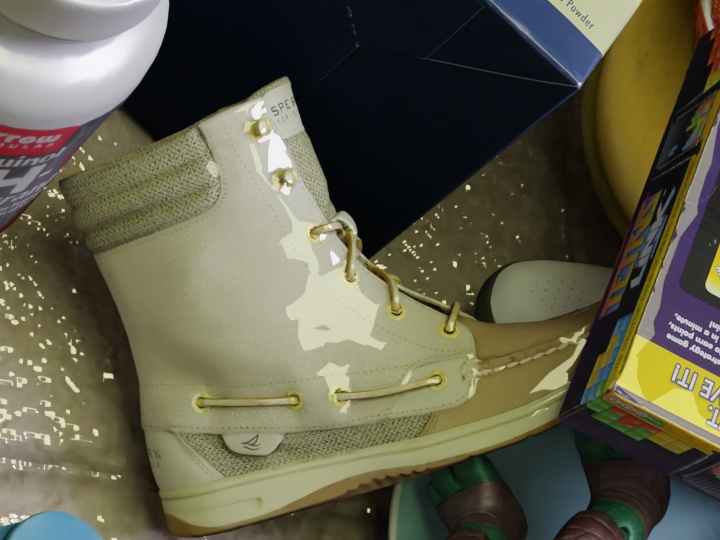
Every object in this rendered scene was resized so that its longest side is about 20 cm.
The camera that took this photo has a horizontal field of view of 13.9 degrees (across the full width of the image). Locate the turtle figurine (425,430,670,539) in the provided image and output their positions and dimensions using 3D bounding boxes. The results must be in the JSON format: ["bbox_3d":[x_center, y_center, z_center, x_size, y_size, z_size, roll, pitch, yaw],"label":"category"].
[{"bbox_3d":[0.042,0.126,1.052,0.200,0.149,0.101,-53,142,-58],"label":"turtle figurine"}]

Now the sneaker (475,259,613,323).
[{"bbox_3d":[0.152,0.026,1.175,0.201,0.108,0.067,26,54,-1],"label":"sneaker"}]

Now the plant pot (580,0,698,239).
[{"bbox_3d":[0.203,-0.093,1.271,0.200,0.200,0.142,36,33,-10],"label":"plant pot"}]

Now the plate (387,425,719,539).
[{"bbox_3d":[0.095,0.126,1.192,0.200,0.026,0.201,13,61,-24],"label":"plate"}]

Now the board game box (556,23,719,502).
[{"bbox_3d":[0.192,0.021,1.085,0.200,0.057,0.166,27,70,-11],"label":"board game box"}]

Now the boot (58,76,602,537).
[{"bbox_3d":[0.000,0.000,1.103,0.200,0.072,0.155,-18,93,4],"label":"boot"}]

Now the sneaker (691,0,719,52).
[{"bbox_3d":[0.177,-0.072,1.162,0.073,0.077,0.200,-62,144,-41],"label":"sneaker"}]

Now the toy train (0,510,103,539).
[{"bbox_3d":[-0.133,0.182,0.983,0.084,0.116,0.200,20,59,-19],"label":"toy train"}]

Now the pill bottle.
[{"bbox_3d":[-0.135,-0.087,1.056,0.110,0.200,0.111,11,64,-23],"label":"pill bottle"}]

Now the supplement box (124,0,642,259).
[{"bbox_3d":[0.032,-0.136,1.171,0.134,0.200,0.200,42,54,-8],"label":"supplement box"}]
